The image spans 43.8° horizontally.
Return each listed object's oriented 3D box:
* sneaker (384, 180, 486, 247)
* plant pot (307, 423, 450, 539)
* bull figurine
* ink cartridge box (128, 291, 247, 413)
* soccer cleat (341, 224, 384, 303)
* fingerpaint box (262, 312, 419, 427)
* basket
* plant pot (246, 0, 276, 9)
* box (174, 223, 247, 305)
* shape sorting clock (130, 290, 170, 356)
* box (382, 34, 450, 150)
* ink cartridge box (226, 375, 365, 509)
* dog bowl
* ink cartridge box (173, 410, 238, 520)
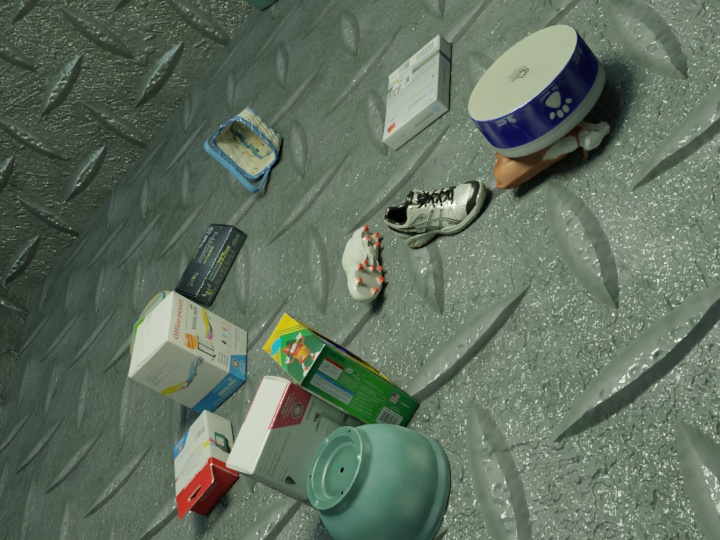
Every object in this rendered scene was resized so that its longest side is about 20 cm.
[{"bbox_3d":[0.121,-0.104,1.515,0.199,0.087,0.076,-29,38,39],"label":"sneaker"},{"bbox_3d":[0.009,0.298,1.255,0.200,0.133,0.202,-38,34,32],"label":"plant pot"},{"bbox_3d":[0.285,-0.198,1.373,0.199,0.065,0.122,-28,33,34],"label":"bull figurine"},{"bbox_3d":[-0.358,0.174,1.878,0.144,0.199,0.148,-41,33,27],"label":"ink cartridge box"},{"bbox_3d":[0.000,0.000,1.632,0.078,0.069,0.201,-45,24,31],"label":"soccer cleat"},{"bbox_3d":[-0.031,0.160,1.382,0.074,0.199,0.166,-57,28,-2],"label":"fingerpaint box"},{"bbox_3d":[-0.292,-0.303,2.270,0.139,0.176,0.201,-38,16,32],"label":"basket"},{"bbox_3d":[-0.312,-0.978,2.985,0.200,0.140,0.143,-37,34,46],"label":"plant pot"},{"bbox_3d":[-0.377,-0.018,2.246,0.157,0.051,0.202,10,71,58],"label":"box"},{"bbox_3d":[-0.546,0.148,2.363,0.199,0.039,0.202,-36,36,32],"label":"shape sorting clock"},{"bbox_3d":[0.115,-0.362,1.819,0.155,0.041,0.202,-33,36,38],"label":"box"},{"bbox_3d":[-0.082,0.269,1.359,0.082,0.199,0.148,-1,61,52],"label":"ink cartridge box"},{"bbox_3d":[0.261,-0.269,1.345,0.199,0.079,0.201,-35,28,22],"label":"dog bowl"},{"bbox_3d":[-0.298,0.381,1.723,0.116,0.067,0.201,-49,30,17],"label":"ink cartridge box"}]
